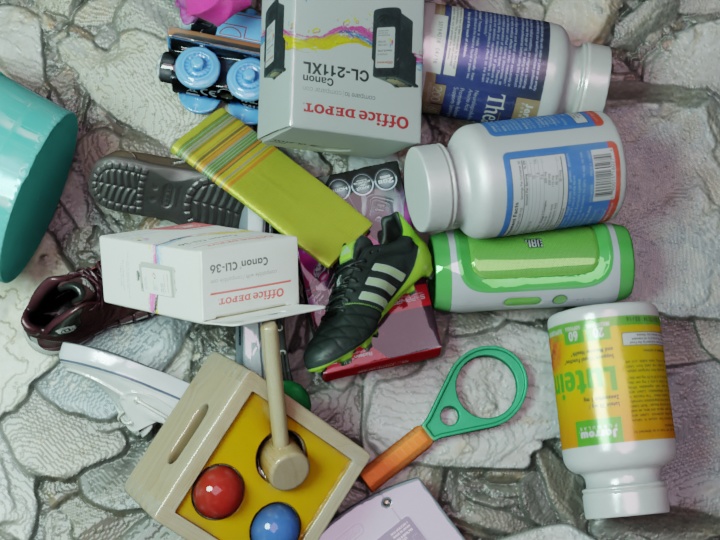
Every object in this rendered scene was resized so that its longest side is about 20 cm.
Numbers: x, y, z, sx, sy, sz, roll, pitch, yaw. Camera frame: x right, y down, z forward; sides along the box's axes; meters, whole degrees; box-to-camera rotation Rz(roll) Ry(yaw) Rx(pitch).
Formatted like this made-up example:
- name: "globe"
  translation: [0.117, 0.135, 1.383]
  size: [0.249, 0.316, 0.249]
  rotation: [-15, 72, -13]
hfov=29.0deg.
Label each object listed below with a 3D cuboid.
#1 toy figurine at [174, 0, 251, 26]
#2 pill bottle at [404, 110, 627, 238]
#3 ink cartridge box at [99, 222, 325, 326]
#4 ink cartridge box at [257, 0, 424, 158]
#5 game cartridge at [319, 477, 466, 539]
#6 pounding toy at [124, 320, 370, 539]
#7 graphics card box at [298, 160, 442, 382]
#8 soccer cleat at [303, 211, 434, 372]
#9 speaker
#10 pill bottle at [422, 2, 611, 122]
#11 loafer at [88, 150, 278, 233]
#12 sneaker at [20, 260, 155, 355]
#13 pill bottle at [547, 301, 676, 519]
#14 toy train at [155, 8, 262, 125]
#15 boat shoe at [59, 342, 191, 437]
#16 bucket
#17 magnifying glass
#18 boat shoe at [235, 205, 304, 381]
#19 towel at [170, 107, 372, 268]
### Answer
- name: "toy figurine"
  translation: [-0.170, -0.319, 1.371]
  size: [0.149, 0.200, 0.186]
  rotation: [-3, 65, -35]
- name: "pill bottle"
  translation: [0.147, -0.091, 1.351]
  size: [0.198, 0.112, 0.113]
  rotation: [-7, 80, -14]
- name: "ink cartridge box"
  translation: [-0.135, 0.001, 1.274]
  size: [0.116, 0.199, 0.068]
  rotation: [-11, 104, -43]
- name: "ink cartridge box"
  translation: [-0.017, -0.220, 1.347]
  size: [0.145, 0.083, 0.202]
  rotation: [4, 83, -27]
- name: "game cartridge"
  translation: [0.007, 0.301, 1.357]
  size: [0.199, 0.041, 0.134]
  rotation: [-37, 87, -9]
- name: "pounding toy"
  translation: [-0.096, 0.166, 1.283]
  size: [0.184, 0.142, 0.201]
  rotation: [37, 81, -26]
- name: "graphics card box"
  translation: [0.000, 0.000, 1.404]
  size: [0.124, 0.051, 0.202]
  rotation: [-12, 79, -4]
- name: "soccer cleat"
  translation: [-0.003, 0.020, 1.306]
  size: [0.081, 0.067, 0.200]
  rotation: [56, 46, -13]
- name: "speaker"
  translation: [0.169, -0.004, 1.396]
  size: [0.198, 0.088, 0.089]
  rotation: [-3, 80, -4]
- name: "pill bottle"
  translation: [0.149, -0.203, 1.418]
  size: [0.198, 0.111, 0.112]
  rotation: [9, 79, -1]
- name: "loafer"
  translation: [-0.172, -0.084, 1.398]
  size: [0.198, 0.071, 0.073]
  rotation: [18, 114, -15]
- name: "sneaker"
  translation: [-0.242, 0.017, 1.355]
  size: [0.199, 0.116, 0.076]
  rotation: [-32, 82, -8]
- name: "pill bottle"
  translation: [0.248, 0.138, 1.360]
  size: [0.110, 0.111, 0.202]
  rotation: [-5, 80, -4]
- name: "toy train"
  translation: [-0.106, -0.213, 1.424]
  size: [0.198, 0.087, 0.115]
  rotation: [11, 70, 0]
- name: "boat shoe"
  translation: [-0.205, 0.129, 1.353]
  size: [0.198, 0.074, 0.066]
  rotation: [23, 82, -4]
- name: "bucket"
  translation: [-0.366, -0.094, 1.330]
  size: [0.134, 0.207, 0.209]
  rotation: [23, 79, -1]
- name: "magnifying glass"
  translation: [0.083, 0.151, 1.397]
  size: [0.199, 0.022, 0.080]
  rotation: [-37, 84, -11]
- name: "boat shoe"
  translation: [-0.087, 0.036, 1.374]
  size: [0.066, 0.070, 0.202]
  rotation: [-1, 92, -15]
- name: "towel"
  translation: [-0.087, -0.080, 1.364]
  size: [0.199, 0.018, 0.086]
  rotation: [37, 47, 10]
